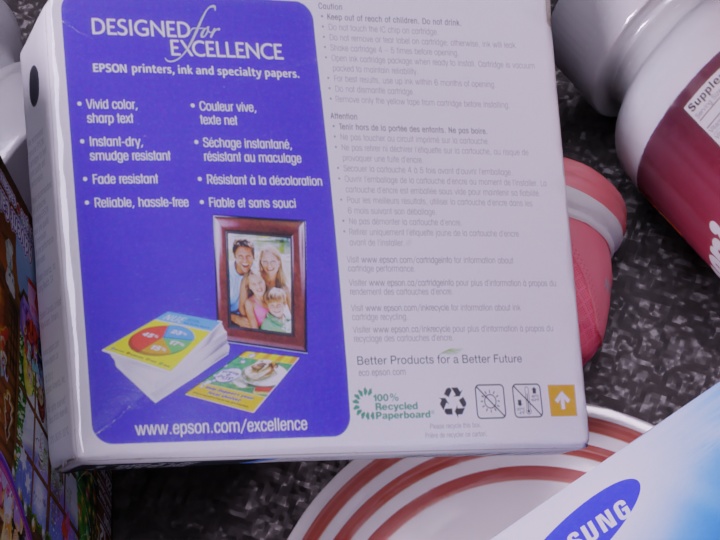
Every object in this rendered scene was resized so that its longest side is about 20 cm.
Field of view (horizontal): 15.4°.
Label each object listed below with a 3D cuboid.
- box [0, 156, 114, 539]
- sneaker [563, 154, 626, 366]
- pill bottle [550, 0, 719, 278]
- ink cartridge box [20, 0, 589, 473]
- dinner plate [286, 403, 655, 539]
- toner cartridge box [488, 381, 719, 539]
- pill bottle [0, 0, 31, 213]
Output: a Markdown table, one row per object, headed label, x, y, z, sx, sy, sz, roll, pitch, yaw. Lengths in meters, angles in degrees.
| label | x | y | z | sx | sy | sz | roll | pitch | yaw |
| --- | --- | --- | --- | --- | --- | --- | --- | --- | --- |
| box | -0.122 | 0.055 | 0.896 | 0.039 | 0.200 | 0.137 | -5 | 62 | 7 |
| sneaker | 0.000 | 0.000 | 0.998 | 0.200 | 0.074 | 0.087 | 2 | 63 | 1 |
| pill bottle | 0.166 | -0.044 | 0.999 | 0.109 | 0.110 | 0.200 | -34 | 66 | -16 |
| ink cartridge box | -0.018 | -0.033 | 0.923 | 0.198 | 0.043 | 0.201 | 1 | 81 | -27 |
| dinner plate | 0.063 | 0.140 | 0.950 | 0.200 | 0.024 | 0.201 | -1 | 62 | 1 |
| toner cartridge box | 0.141 | 0.085 | 0.896 | 0.200 | 0.043 | 0.095 | -36 | 63 | 11 |
| pill bottle | -0.200 | -0.080 | 1.020 | 0.200 | 0.111 | 0.111 | 33 | 67 | 16 |
